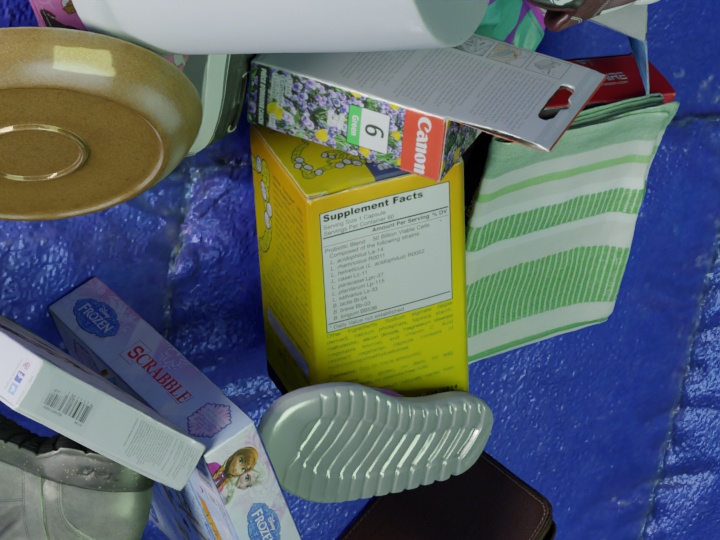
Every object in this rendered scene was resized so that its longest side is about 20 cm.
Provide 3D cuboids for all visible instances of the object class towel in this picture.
[{"bbox_3d":[0.132,-0.025,1.663,0.152,0.023,0.200,-16,139,-30],"label":"towel"}]

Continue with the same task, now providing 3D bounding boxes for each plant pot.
[{"bbox_3d":[-0.189,-0.076,1.414,0.199,0.028,0.200,-4,154,-2],"label":"plant pot"}]

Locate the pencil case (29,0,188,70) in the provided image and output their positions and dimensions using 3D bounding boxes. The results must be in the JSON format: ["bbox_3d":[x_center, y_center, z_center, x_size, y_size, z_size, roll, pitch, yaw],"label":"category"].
[{"bbox_3d":[-0.164,-0.189,1.425,0.087,0.082,0.200,-67,150,-43],"label":"pencil case"}]

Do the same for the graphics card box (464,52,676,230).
[{"bbox_3d":[0.125,-0.052,1.690,0.125,0.051,0.200,-9,135,-37],"label":"graphics card box"}]

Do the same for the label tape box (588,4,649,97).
[{"bbox_3d":[0.152,-0.232,1.610,0.063,0.144,0.201,-2,121,-1],"label":"label tape box"}]

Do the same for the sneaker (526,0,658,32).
[{"bbox_3d":[0.115,-0.228,1.465,0.115,0.076,0.201,-27,120,-12],"label":"sneaker"}]

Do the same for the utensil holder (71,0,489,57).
[{"bbox_3d":[-0.041,-0.201,1.355,0.170,0.199,0.171,1,90,-66],"label":"utensil holder"}]

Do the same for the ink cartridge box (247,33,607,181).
[{"bbox_3d":[0.041,-0.108,1.537,0.109,0.199,0.051,-50,152,-50],"label":"ink cartridge box"}]

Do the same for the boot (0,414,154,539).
[{"bbox_3d":[-0.223,0.157,1.502,0.068,0.199,0.131,-51,152,-79],"label":"boot"}]

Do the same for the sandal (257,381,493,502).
[{"bbox_3d":[0.001,0.104,1.571,0.202,0.050,0.083,8,110,-46],"label":"sandal"}]

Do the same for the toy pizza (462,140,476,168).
[{"bbox_3d":[0.046,-0.018,1.734,0.200,0.032,0.201,-21,127,-30],"label":"toy pizza"}]

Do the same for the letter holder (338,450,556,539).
[{"bbox_3d":[0.060,0.240,1.818,0.200,0.142,0.101,-49,135,-7],"label":"letter holder"}]

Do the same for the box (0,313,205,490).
[{"bbox_3d":[-0.200,0.056,1.451,0.144,0.200,0.036,33,87,-45],"label":"box"}]

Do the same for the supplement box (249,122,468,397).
[{"bbox_3d":[0.000,0.000,1.607,0.108,0.110,0.201,-14,125,-18],"label":"supplement box"}]

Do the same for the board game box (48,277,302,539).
[{"bbox_3d":[-0.106,0.127,1.572,0.041,0.199,0.200,-34,133,-17],"label":"board game box"}]

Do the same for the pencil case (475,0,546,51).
[{"bbox_3d":[0.064,-0.203,1.567,0.092,0.085,0.200,-10,153,9],"label":"pencil case"}]

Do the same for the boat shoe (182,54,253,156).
[{"bbox_3d":[-0.089,-0.168,1.517,0.057,0.068,0.201,-18,129,-54],"label":"boat shoe"}]
